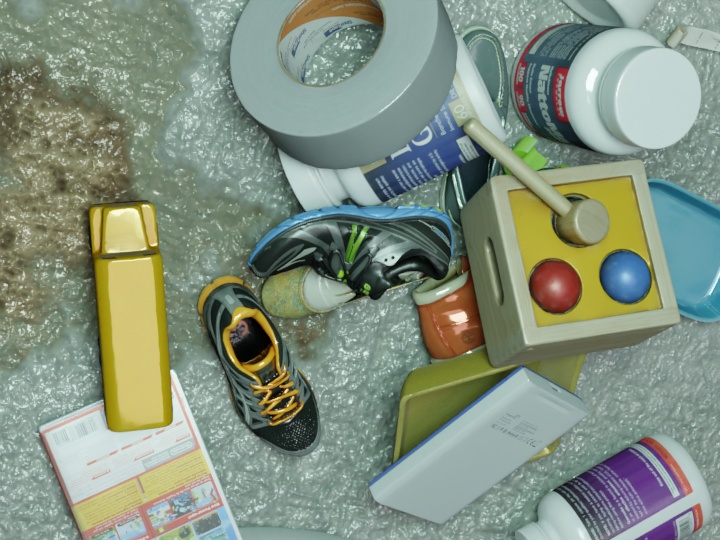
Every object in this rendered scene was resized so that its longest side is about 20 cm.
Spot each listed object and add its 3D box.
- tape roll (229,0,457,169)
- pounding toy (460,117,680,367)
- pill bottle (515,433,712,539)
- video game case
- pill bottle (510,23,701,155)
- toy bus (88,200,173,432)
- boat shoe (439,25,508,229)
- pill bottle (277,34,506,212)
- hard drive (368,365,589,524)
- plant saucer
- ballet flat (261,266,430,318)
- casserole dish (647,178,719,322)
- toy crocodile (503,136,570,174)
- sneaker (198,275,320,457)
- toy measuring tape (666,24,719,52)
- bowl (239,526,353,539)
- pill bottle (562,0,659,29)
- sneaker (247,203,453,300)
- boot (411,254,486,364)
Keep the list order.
[{"bbox_3d":[-0.015,-0.194,1.197,0.200,0.200,0.066,-47,149,-4],"label":"tape roll"},{"bbox_3d":[0.180,-0.030,1.230,0.182,0.142,0.203,-7,77,-15],"label":"pounding toy"},{"bbox_3d":[0.269,0.266,1.435,0.198,0.112,0.114,-26,108,-11],"label":"pill bottle"},{"bbox_3d":[-0.208,0.215,1.288,0.142,0.017,0.202,-22,92,-13],"label":"video game case"},{"bbox_3d":[0.235,-0.174,1.283,0.118,0.200,0.121,-4,102,-17],"label":"pill bottle"},{"bbox_3d":[-0.213,0.040,1.238,0.064,0.078,0.203,-5,101,-12],"label":"toy bus"},{"bbox_3d":[0.119,-0.139,1.325,0.072,0.062,0.203,2,100,-17],"label":"boat shoe"},{"bbox_3d":[0.027,-0.128,1.252,0.198,0.111,0.112,-26,109,10],"label":"pill bottle"},{"bbox_3d":[0.120,0.178,1.337,0.199,0.026,0.131,-40,142,18],"label":"hard drive"},{"bbox_3d":[0.117,0.141,1.352,0.197,0.049,0.201,-14,143,-15],"label":"plant saucer"},{"bbox_3d":[0.000,0.000,1.313,0.198,0.071,0.072,-19,107,-14],"label":"ballet flat"},{"bbox_3d":[0.337,-0.023,1.436,0.198,0.039,0.122,23,93,-22],"label":"casserole dish"},{"bbox_3d":[0.218,-0.049,1.349,0.067,0.062,0.201,-31,79,-27],"label":"toy crocodile"},{"bbox_3d":[-0.094,0.103,1.298,0.078,0.077,0.201,-33,111,-11],"label":"sneaker"},{"bbox_3d":[0.415,-0.209,1.402,0.197,0.073,0.075,9,99,-23],"label":"toy measuring tape"},{"bbox_3d":[-0.080,0.370,1.362,0.197,0.075,0.203,8,97,-21],"label":"bowl"},{"bbox_3d":[0.280,-0.342,1.308,0.114,0.114,0.201,38,88,-22],"label":"pill bottle"},{"bbox_3d":[-0.006,-0.014,1.246,0.197,0.071,0.084,-4,74,-12],"label":"sneaker"},{"bbox_3d":[0.148,0.021,1.366,0.198,0.075,0.108,-27,104,-10],"label":"boot"}]
